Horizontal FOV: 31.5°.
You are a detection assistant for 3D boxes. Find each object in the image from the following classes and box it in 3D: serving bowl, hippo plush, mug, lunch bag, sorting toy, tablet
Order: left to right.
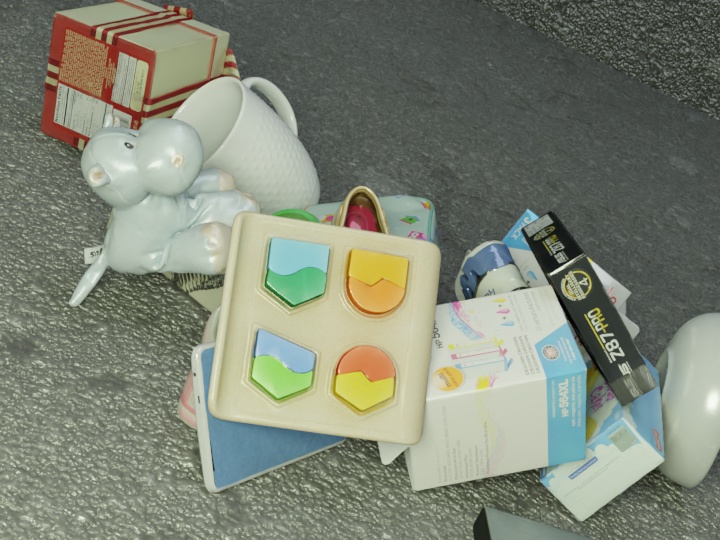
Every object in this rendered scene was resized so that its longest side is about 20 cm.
[{"bbox_3d":[-0.211,-0.088,1.279,0.198,0.162,0.160,-9,38,10],"label":"hippo plush"},{"bbox_3d":[-0.131,-0.144,1.557,0.175,0.147,0.201,40,51,-37],"label":"mug"},{"bbox_3d":[-0.080,0.117,1.181,0.014,0.131,0.199,-2,6,36],"label":"tablet"},{"bbox_3d":[-0.027,0.050,1.133,0.198,0.187,0.036,10,-12,-14],"label":"sorting toy"},{"bbox_3d":[-0.009,-0.013,1.462,0.198,0.078,0.161,-6,32,8],"label":"lunch bag"},{"bbox_3d":[0.366,0.139,1.444,0.065,0.202,0.200,16,24,3],"label":"serving bowl"}]

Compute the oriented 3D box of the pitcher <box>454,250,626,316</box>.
[{"bbox_3d":[0.226,0.061,1.588,0.198,0.122,0.173,8,48,-10],"label":"pitcher"}]

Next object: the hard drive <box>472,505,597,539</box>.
[{"bbox_3d":[0.206,0.296,1.176,0.198,0.033,0.140,19,25,-12],"label":"hard drive"}]

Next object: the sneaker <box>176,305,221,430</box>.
[{"bbox_3d":[-0.105,0.075,1.250,0.075,0.105,0.200,26,24,12],"label":"sneaker"}]

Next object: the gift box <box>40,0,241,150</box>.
[{"bbox_3d":[-0.269,-0.228,1.620,0.199,0.186,0.187,27,27,17],"label":"gift box"}]

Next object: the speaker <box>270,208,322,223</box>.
[{"bbox_3d":[-0.074,-0.008,1.259,0.088,0.089,0.200,23,12,-3],"label":"speaker"}]

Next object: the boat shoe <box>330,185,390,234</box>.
[{"bbox_3d":[0.000,0.000,1.333,0.073,0.069,0.201,0,56,-11],"label":"boat shoe"}]

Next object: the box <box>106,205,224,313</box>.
[{"bbox_3d":[-0.185,-0.031,1.418,0.199,0.083,0.068,34,28,24],"label":"box"}]

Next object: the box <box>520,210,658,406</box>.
[{"bbox_3d":[0.237,0.034,1.346,0.162,0.049,0.200,57,7,-14],"label":"box"}]

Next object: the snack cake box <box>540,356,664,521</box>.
[{"bbox_3d":[0.260,0.165,1.372,0.067,0.115,0.200,43,23,-8],"label":"snack cake box"}]

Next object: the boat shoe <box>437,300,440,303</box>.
[{"bbox_3d":[0.071,0.060,1.476,0.072,0.073,0.200,9,29,-33],"label":"boat shoe"}]

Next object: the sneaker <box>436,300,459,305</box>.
[{"bbox_3d":[0.058,0.089,1.348,0.198,0.076,0.079,-10,41,21],"label":"sneaker"}]

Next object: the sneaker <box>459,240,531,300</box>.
[{"bbox_3d":[0.164,0.077,1.398,0.080,0.201,0.115,-22,42,-13],"label":"sneaker"}]

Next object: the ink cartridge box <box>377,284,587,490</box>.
[{"bbox_3d":[0.108,0.116,1.250,0.198,0.126,0.129,-10,40,-4],"label":"ink cartridge box"}]

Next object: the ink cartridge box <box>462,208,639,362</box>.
[{"bbox_3d":[0.235,0.039,1.507,0.200,0.115,0.068,39,-19,4],"label":"ink cartridge box"}]
